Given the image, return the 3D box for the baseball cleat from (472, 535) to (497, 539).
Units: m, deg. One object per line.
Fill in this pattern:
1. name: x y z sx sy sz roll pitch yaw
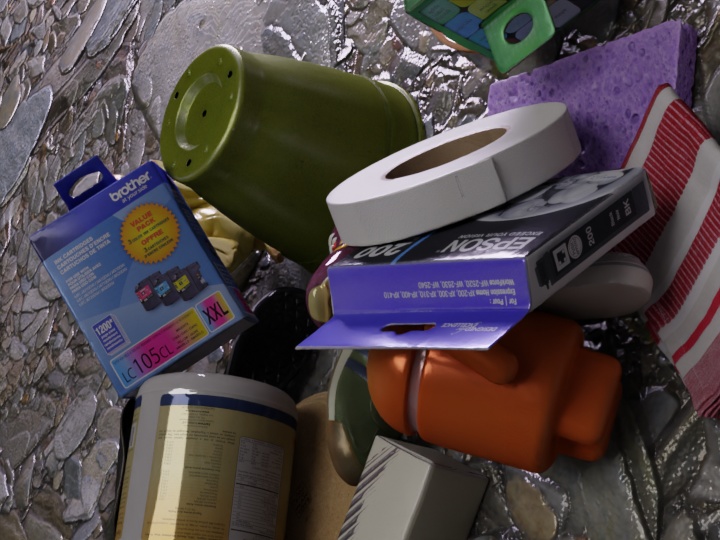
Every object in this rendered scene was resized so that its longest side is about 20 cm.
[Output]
1. baseball cleat: 0.052 0.294 1.036 0.105 0.070 0.203 4 76 25

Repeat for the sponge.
1. sponge: 0.179 -0.119 1.115 0.199 0.030 0.113 -13 65 47

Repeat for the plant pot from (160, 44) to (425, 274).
1. plant pot: -0.076 -0.114 1.298 0.199 0.192 0.203 -26 55 43

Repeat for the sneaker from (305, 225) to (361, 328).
1. sneaker: 0.000 0.000 1.122 0.089 0.199 0.076 8 109 32

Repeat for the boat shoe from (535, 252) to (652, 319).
1. boat shoe: 0.152 0.000 1.047 0.200 0.071 0.069 157 125 -70

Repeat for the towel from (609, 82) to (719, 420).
1. towel: 0.228 -0.016 0.971 0.201 0.022 0.145 -115 34 -44

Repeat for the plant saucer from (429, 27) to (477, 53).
1. plant saucer: 0.134 -0.286 1.242 0.199 0.037 0.203 -24 57 44

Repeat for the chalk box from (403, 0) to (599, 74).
1. chalk box: 0.111 -0.258 1.126 0.124 0.123 0.202 -33 50 38

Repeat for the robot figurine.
1. robot figurine: 0.090 0.077 1.023 0.198 0.144 0.118 14 107 18

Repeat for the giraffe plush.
1. giraffe plush: -0.193 0.001 1.416 0.173 0.199 0.163 47 119 25

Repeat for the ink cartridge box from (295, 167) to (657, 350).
1. ink cartridge box: 0.074 -0.007 0.973 0.197 0.199 0.044 -4 114 48

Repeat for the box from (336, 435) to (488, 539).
1. box: 0.022 0.239 1.099 0.068 0.082 0.202 20 89 43

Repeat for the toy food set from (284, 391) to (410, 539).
1. toy food set: -0.035 0.207 1.220 0.197 0.048 0.202 28 96 53

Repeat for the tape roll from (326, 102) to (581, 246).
1. tape roll: 0.071 -0.075 1.064 0.202 0.202 0.037 -7 110 50

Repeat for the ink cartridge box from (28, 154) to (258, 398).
1. ink cartridge box: -0.203 -0.003 1.259 0.136 0.076 0.201 -32 81 0

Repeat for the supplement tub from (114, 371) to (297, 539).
1. supplement tub: -0.133 0.199 1.185 0.144 0.143 0.203 -14 63 47

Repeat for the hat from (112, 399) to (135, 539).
1. hat: -0.183 0.208 1.367 0.201 0.080 0.204 0 -90 -86

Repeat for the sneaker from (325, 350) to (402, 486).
1. sneaker: 0.031 0.077 1.153 0.089 0.067 0.202 -25 37 35

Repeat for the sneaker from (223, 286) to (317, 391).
1. sneaker: -0.107 0.106 1.335 0.202 0.071 0.083 -64 14 -10
